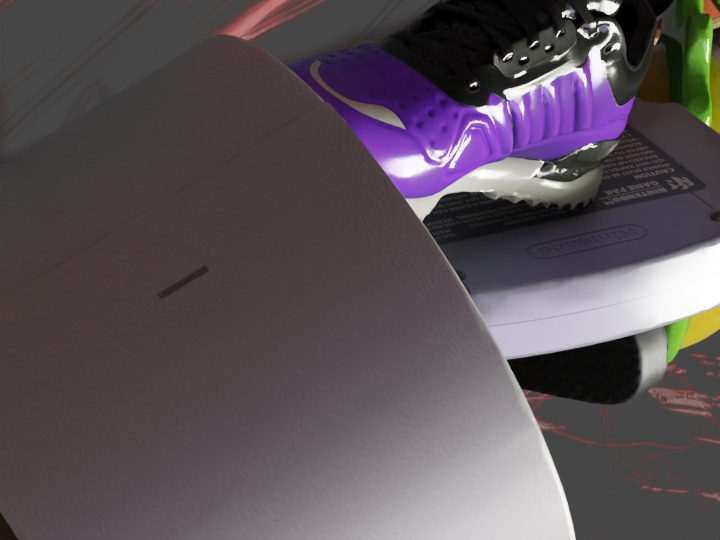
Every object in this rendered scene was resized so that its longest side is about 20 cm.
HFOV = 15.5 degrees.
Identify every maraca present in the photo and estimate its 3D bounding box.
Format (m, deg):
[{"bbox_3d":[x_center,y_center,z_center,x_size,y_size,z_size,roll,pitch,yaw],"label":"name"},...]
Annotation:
[{"bbox_3d":[0.141,-0.049,1.200,0.106,0.138,0.201,-1,133,-3],"label":"maraca"}]

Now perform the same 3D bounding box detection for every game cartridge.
[{"bbox_3d":[0.065,-0.016,1.033,0.199,0.133,0.042,-12,126,-23],"label":"game cartridge"}]

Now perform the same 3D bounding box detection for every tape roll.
[{"bbox_3d":[-0.048,0.050,0.792,0.139,0.203,0.203,-32,172,-15],"label":"tape roll"}]

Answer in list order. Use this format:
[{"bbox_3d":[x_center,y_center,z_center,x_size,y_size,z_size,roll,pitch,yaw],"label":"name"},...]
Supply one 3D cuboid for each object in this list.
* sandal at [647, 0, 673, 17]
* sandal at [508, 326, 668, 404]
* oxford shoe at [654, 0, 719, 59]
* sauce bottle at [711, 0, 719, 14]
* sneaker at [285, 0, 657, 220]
[{"bbox_3d":[0.051,-0.064,1.121,0.200,0.043,0.076,-33,173,-13],"label":"sandal"},{"bbox_3d":[0.055,0.011,1.117,0.200,0.076,0.048,17,-144,43],"label":"sandal"},{"bbox_3d":[0.135,-0.076,1.302,0.200,0.073,0.071,-29,172,-35],"label":"oxford shoe"},{"bbox_3d":[0.193,-0.151,1.110,0.066,0.066,0.200,-33,173,-12],"label":"sauce bottle"},{"bbox_3d":[0.041,-0.077,0.941,0.200,0.070,0.100,-7,134,-56],"label":"sneaker"}]
